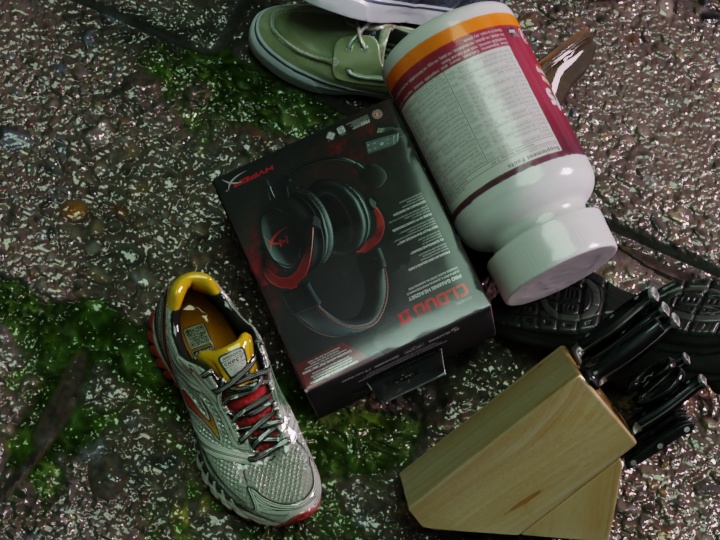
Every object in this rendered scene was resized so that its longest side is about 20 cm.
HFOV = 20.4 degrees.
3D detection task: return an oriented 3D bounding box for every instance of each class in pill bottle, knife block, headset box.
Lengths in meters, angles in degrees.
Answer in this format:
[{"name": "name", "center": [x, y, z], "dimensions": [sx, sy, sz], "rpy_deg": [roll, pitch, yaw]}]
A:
[{"name": "pill bottle", "center": [0.102, -0.084, 1.443], "dimensions": [0.109, 0.110, 0.201], "rpy_deg": [-21, 75, -19]}, {"name": "knife block", "center": [0.136, 0.095, 1.396], "dimensions": [0.198, 0.064, 0.177], "rpy_deg": [5, 106, -7]}, {"name": "headset box", "center": [0.000, 0.000, 1.449], "dimensions": [0.148, 0.075, 0.201], "rpy_deg": [-24, 70, -2]}]

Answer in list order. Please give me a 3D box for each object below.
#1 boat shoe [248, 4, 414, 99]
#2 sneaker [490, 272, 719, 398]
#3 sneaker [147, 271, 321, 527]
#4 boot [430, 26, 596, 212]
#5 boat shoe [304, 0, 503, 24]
[{"name": "boat shoe", "center": [0.011, -0.172, 1.560], "dimensions": [0.198, 0.062, 0.073], "rpy_deg": [15, 63, -2]}, {"name": "sneaker", "center": [0.190, 0.054, 1.474], "dimensions": [0.198, 0.091, 0.076], "rpy_deg": [8, 42, 19]}, {"name": "sneaker", "center": [-0.092, 0.090, 1.404], "dimensions": [0.077, 0.082, 0.201], "rpy_deg": [-26, 72, -20]}, {"name": "boot", "center": [0.139, -0.094, 1.547], "dimensions": [0.097, 0.075, 0.200], "rpy_deg": [42, 75, 2]}, {"name": "boat shoe", "center": [0.033, -0.243, 1.549], "dimensions": [0.199, 0.092, 0.071], "rpy_deg": [3, 25, -34]}]
